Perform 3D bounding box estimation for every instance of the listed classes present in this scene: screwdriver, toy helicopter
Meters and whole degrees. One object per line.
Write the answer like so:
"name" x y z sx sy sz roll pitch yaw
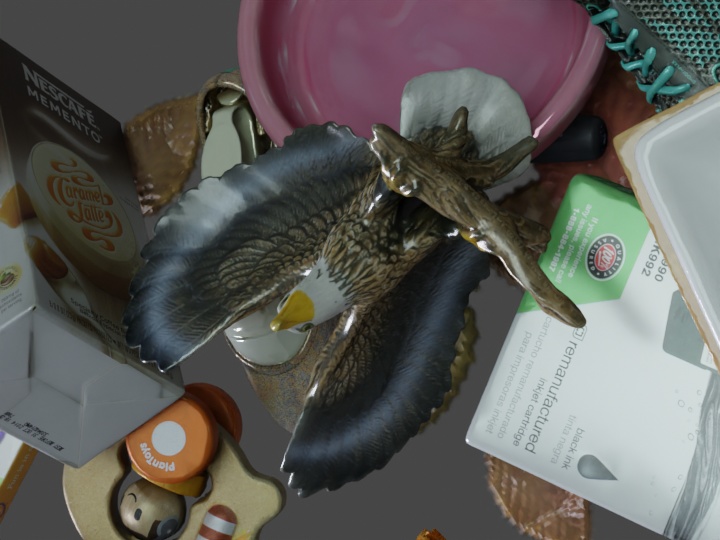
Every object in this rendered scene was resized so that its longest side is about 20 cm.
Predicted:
"screwdriver" 0.035 -0.068 1.204 0.199 0.028 0.029 -2 114 27
"toy helicopter" -0.084 0.164 1.202 0.132 0.079 0.200 -38 86 7

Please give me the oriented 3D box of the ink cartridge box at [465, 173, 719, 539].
"ink cartridge box" 0.174 0.057 1.103 0.200 0.084 0.146 23 94 21

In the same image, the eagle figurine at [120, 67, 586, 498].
"eagle figurine" -0.006 0.001 1.087 0.200 0.150 0.152 -42 55 49

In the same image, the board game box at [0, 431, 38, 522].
"board game box" -0.226 0.086 1.287 0.095 0.030 0.200 30 94 20

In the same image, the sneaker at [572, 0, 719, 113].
"sneaker" 0.154 -0.108 1.086 0.199 0.078 0.092 19 81 -8

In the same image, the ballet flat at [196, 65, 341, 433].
"ballet flat" -0.055 -0.011 1.203 0.068 0.067 0.201 -14 83 26

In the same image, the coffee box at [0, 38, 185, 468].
"coffee box" -0.172 -0.013 1.184 0.080 0.114 0.200 -35 48 19

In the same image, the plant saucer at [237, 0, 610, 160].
"plant saucer" 0.037 -0.125 1.171 0.200 0.051 0.201 -7 69 18

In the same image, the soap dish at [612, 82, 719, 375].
"soap dish" 0.233 -0.031 1.002 0.200 0.081 0.158 -27 77 14

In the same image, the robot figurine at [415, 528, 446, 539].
"robot figurine" 0.002 0.233 1.156 0.145 0.058 0.200 43 102 -9
